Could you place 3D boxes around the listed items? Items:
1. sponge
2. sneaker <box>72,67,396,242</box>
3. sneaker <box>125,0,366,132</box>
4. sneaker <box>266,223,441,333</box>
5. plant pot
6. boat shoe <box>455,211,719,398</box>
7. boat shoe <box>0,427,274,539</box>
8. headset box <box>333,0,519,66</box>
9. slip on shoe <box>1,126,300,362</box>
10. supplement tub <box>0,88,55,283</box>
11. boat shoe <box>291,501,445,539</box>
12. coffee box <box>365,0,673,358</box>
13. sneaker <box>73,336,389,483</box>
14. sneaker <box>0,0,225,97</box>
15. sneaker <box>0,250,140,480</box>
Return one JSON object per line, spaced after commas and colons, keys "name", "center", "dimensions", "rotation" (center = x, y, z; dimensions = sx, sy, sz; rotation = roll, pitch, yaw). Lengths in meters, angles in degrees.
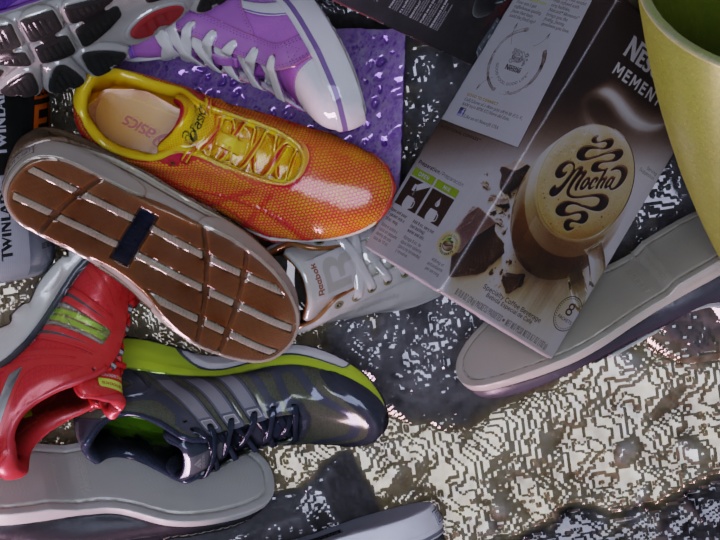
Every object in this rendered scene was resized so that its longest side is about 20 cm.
{"name": "sponge", "center": [-0.073, -0.093, 1.724], "dimensions": [0.199, 0.030, 0.112], "rotation": [2, 79, 5]}
{"name": "sneaker", "center": [-0.078, -0.065, 1.667], "dimensions": [0.200, 0.077, 0.073], "rotation": [15, 81, 6]}
{"name": "sneaker", "center": [-0.084, -0.132, 1.676], "dimensions": [0.114, 0.073, 0.201], "rotation": [-31, 55, -12]}
{"name": "sneaker", "center": [0.000, 0.000, 1.730], "dimensions": [0.200, 0.085, 0.073], "rotation": [-22, 95, 2]}
{"name": "plant pot", "center": [0.250, -0.089, 1.619], "dimensions": [0.187, 0.187, 0.200], "rotation": [-3, 132, 2]}
{"name": "boat shoe", "center": [0.156, 0.034, 1.738], "dimensions": [0.200, 0.073, 0.063], "rotation": [-28, 130, 2]}
{"name": "boat shoe", "center": [-0.154, 0.146, 1.765], "dimensions": [0.200, 0.074, 0.060], "rotation": [-5, 140, -14]}
{"name": "headset box", "center": [0.039, -0.213, 1.642], "dimensions": [0.075, 0.200, 0.149], "rotation": [35, 99, 36]}
{"name": "slip on shoe", "center": [-0.121, -0.018, 1.670], "dimensions": [0.200, 0.061, 0.076], "rotation": [29, 111, -17]}
{"name": "supplement tub", "center": [-0.246, -0.095, 1.703], "dimensions": [0.122, 0.123, 0.201], "rotation": [-1, 99, 1]}
{"name": "boat shoe", "center": [-0.038, 0.203, 1.771], "dimensions": [0.200, 0.070, 0.066], "rotation": [-18, 96, -4]}
{"name": "coffee box", "center": [0.109, -0.065, 1.684], "dimensions": [0.113, 0.080, 0.200], "rotation": [30, 90, -43]}
{"name": "sneaker", "center": [-0.083, 0.095, 1.737], "dimensions": [0.199, 0.081, 0.074], "rotation": [1, 133, 5]}
{"name": "sneaker", "center": [-0.151, -0.169, 1.638], "dimensions": [0.200, 0.081, 0.084], "rotation": [-27, 59, -6]}
{"name": "sneaker", "center": [-0.164, 0.049, 1.708], "dimensions": [0.085, 0.077, 0.200], "rotation": [38, 76, 23]}
